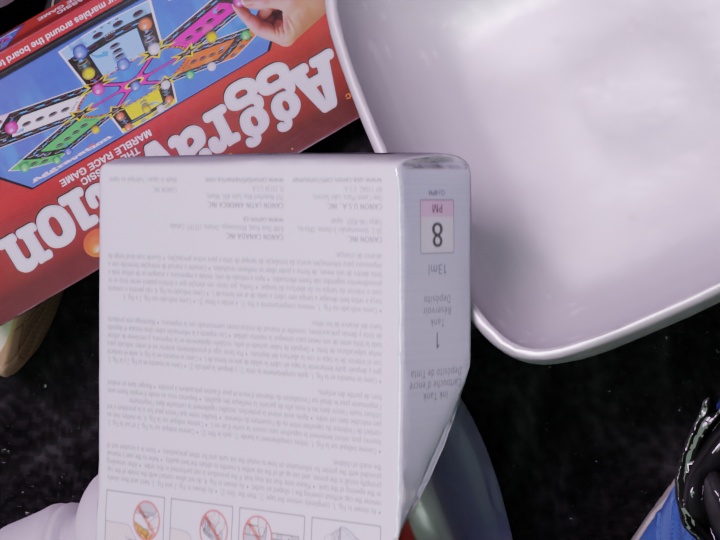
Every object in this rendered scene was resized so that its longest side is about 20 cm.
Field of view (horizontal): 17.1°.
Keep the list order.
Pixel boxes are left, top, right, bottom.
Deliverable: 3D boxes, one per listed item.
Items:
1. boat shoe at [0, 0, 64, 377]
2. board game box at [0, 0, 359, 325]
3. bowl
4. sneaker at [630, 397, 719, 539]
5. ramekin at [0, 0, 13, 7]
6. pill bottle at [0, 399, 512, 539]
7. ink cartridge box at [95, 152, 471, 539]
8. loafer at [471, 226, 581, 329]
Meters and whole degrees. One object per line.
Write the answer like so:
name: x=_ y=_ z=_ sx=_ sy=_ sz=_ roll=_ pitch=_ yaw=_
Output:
boat shoe: x=-0.143 y=-0.055 z=1.002 sx=0.064 sy=0.072 sz=0.202 roll=19 pitch=108 yaw=5
board game box: x=-0.089 y=-0.066 z=0.954 sx=0.199 sy=0.019 sz=0.103 roll=-31 pitch=121 yaw=-6
bowl: x=0.103 y=-0.073 z=0.907 sx=0.198 sy=0.075 sz=0.201 roll=-26 pitch=70 yaw=4
sneaker: x=0.145 y=0.114 z=0.938 sx=0.076 sy=0.111 sz=0.201 roll=27 pitch=104 yaw=8
ramekin: x=-0.230 y=-0.151 z=0.948 sx=0.202 sy=0.202 sz=0.094 roll=44 pitch=117 yaw=3
pill bottle: x=-0.046 y=0.120 z=0.984 sx=0.199 sy=0.114 sz=0.115 roll=-22 pitch=94 yaw=16
ink cartridge box: x=-0.032 y=0.057 z=0.892 sx=0.162 sy=0.057 sz=0.202 roll=2 pitch=96 yaw=43
loafer: x=0.000 y=0.000 z=0.986 sx=0.198 sy=0.072 sz=0.063 roll=-3 pitch=136 yaw=11
